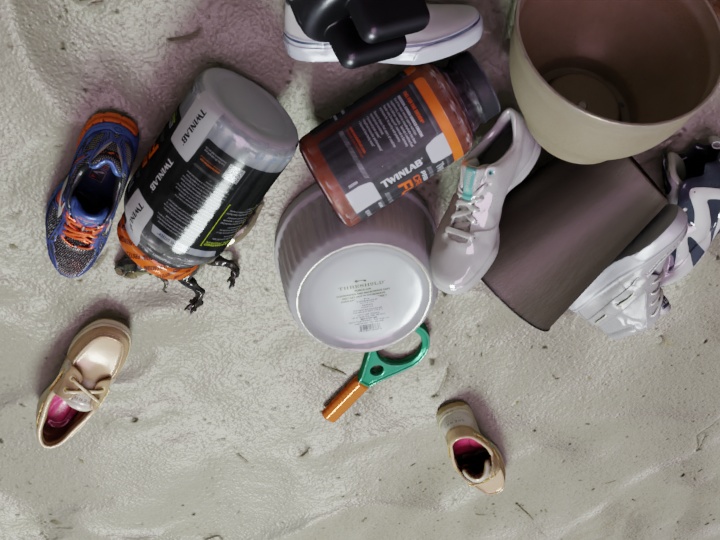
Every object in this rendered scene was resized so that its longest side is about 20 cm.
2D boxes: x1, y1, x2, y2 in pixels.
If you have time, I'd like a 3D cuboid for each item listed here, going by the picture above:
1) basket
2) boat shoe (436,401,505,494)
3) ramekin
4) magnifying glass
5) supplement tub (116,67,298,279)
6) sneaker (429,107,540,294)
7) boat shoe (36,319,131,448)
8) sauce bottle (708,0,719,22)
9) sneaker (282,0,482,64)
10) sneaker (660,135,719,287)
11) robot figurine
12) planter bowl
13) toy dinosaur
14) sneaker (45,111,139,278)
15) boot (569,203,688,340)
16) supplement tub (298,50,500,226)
[{"bbox_3d":[0.231,-0.054,0.980,0.179,0.137,0.200,32,114,-34],"label":"basket"},{"bbox_3d":[0.165,0.278,1.268,0.073,0.070,0.201,-25,128,12],"label":"boat shoe"},{"bbox_3d":[0.000,0.000,1.000,0.195,0.106,0.203,-5,129,-6],"label":"ramekin"},{"bbox_3d":[0.017,0.136,1.165,0.079,0.023,0.200,29,120,-27],"label":"magnifying glass"},{"bbox_3d":[-0.161,-0.093,0.890,0.121,0.124,0.200,27,119,-27],"label":"supplement tub"},{"bbox_3d":[0.119,-0.077,0.911,0.203,0.074,0.088,-65,154,-4],"label":"sneaker"},{"bbox_3d":[-0.343,0.146,1.076,0.073,0.070,0.201,24,121,-25],"label":"boat shoe"},{"bbox_3d":[0.378,-0.287,0.860,0.065,0.067,0.202,12,128,-18],"label":"sauce bottle"},{"bbox_3d":[0.022,-0.243,0.831,0.195,0.074,0.072,-5,134,-4],"label":"sneaker"},{"bbox_3d":[0.367,-0.075,1.018,0.129,0.080,0.198,36,123,-23],"label":"sneaker"},{"bbox_3d":[-0.020,-0.275,0.727,0.148,0.124,0.203,-27,85,19],"label":"robot figurine"},{"bbox_3d":[0.231,-0.188,0.848,0.195,0.204,0.135,-3,155,-6],"label":"planter bowl"},{"bbox_3d":[-0.186,-0.008,1.007,0.197,0.048,0.089,-22,122,5],"label":"toy dinosaur"},{"bbox_3d":[-0.291,-0.068,0.918,0.074,0.079,0.202,15,124,-19],"label":"sneaker"},{"bbox_3d":[0.330,0.008,1.011,0.095,0.074,0.200,36,142,-5],"label":"boot"},{"bbox_3d":[0.042,-0.139,0.887,0.198,0.108,0.108,-32,127,5],"label":"supplement tub"}]
